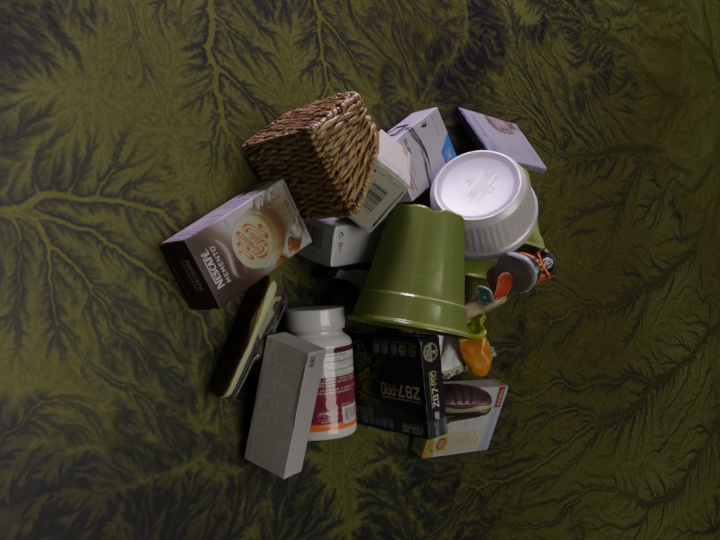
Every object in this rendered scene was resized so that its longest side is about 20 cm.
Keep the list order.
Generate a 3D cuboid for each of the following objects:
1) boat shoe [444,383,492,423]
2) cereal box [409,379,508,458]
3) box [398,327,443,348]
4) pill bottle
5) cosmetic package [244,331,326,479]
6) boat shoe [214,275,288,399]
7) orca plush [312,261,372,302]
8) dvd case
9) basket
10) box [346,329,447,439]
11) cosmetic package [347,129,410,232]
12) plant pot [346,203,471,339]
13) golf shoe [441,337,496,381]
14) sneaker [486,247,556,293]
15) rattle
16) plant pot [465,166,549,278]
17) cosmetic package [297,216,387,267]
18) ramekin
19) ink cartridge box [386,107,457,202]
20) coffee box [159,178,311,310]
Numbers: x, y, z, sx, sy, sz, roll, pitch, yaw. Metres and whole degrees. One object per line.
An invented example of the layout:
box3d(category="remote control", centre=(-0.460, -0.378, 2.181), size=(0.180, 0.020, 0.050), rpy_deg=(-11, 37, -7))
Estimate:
box3d(category="boat shoe", centre=(0.134, 0.249, 1.367), size=(0.075, 0.201, 0.075), rpy_deg=(-58, 143, -61))
box3d(category="cereal box", centre=(0.193, 0.283, 1.481), size=(0.200, 0.039, 0.144), rpy_deg=(6, 105, -44))
box3d(category="box", centre=(0.109, 0.098, 1.372), size=(0.060, 0.117, 0.201), rpy_deg=(11, 76, -7))
box3d(category="pill bottle", centre=(-0.068, 0.159, 1.222), size=(0.114, 0.114, 0.201), rpy_deg=(-4, 91, -43))
box3d(category="cosmetic package", centre=(-0.114, 0.201, 1.157), size=(0.051, 0.082, 0.201), rpy_deg=(-8, 114, -59))
box3d(category="boat shoe", centre=(-0.159, 0.107, 1.168), size=(0.065, 0.073, 0.201), rpy_deg=(34, 66, -31))
box3d(category="orca plush", centre=(0.000, 0.000, 1.344), size=(0.199, 0.071, 0.105), rpy_deg=(0, 133, -36))
box3d(category="dvd case", centre=(0.290, -0.267, 1.580), size=(0.200, 0.018, 0.143), rpy_deg=(3, 51, -43))
box3d(category="basket", centre=(-0.056, -0.175, 1.187), size=(0.143, 0.200, 0.149), rpy_deg=(-43, 115, -32))
box3d(category="box", centre=(0.056, 0.183, 1.277), size=(0.049, 0.200, 0.162), rpy_deg=(-10, 96, -37))
box3d(category="cosmetic package", centre=(0.025, -0.150, 1.251), size=(0.071, 0.105, 0.200), rpy_deg=(37, 22, -11))
box3d(category="plant pot", centre=(0.090, -0.001, 1.220), size=(0.200, 0.200, 0.191), rpy_deg=(14, 82, -41))
box3d(category="golf shoe", centre=(0.170, 0.158, 1.487), size=(0.200, 0.078, 0.098), rpy_deg=(-17, 79, -44))
box3d(category="sneaker", centre=(0.302, -0.009, 1.360), size=(0.112, 0.200, 0.078), rpy_deg=(-21, 88, -11))
box3d(category="rattle", centre=(0.225, 0.102, 1.368), size=(0.130, 0.200, 0.143), rpy_deg=(1, 71, -32))
box3d(category="plant pot", centre=(0.267, -0.104, 1.509), size=(0.200, 0.200, 0.185), rpy_deg=(21, 63, -40))
box3d(category="cosmetic package", centre=(-0.002, -0.061, 1.291), size=(0.200, 0.102, 0.074), rpy_deg=(-7, 112, -41))
box3d(category="ramekin", centre=(0.215, -0.126, 1.382), size=(0.203, 0.202, 0.094), rpy_deg=(-63, 151, -24))
box3d(category="ink cartridge box", centre=(0.084, -0.200, 1.407), size=(0.200, 0.067, 0.116), rpy_deg=(-43, 117, -35))
box3d(category="coffee box", centre=(-0.182, -0.040, 1.147), size=(0.200, 0.080, 0.115), rpy_deg=(-40, 114, -36))
